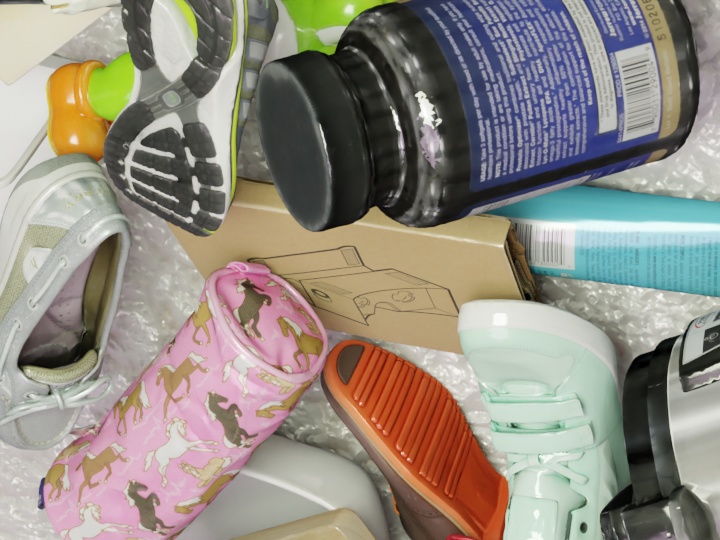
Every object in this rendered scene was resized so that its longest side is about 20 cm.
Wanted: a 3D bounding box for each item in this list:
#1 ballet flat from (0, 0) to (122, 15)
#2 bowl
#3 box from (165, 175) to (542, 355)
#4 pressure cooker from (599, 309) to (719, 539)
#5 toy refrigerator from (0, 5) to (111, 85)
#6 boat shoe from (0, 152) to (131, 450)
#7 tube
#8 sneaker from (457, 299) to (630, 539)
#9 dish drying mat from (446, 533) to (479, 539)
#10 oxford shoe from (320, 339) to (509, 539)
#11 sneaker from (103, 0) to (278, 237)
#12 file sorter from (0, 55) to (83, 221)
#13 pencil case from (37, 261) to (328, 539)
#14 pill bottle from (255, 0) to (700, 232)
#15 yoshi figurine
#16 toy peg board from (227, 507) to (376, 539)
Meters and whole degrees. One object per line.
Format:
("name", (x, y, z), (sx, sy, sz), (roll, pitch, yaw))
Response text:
("ballet flat", (-0.162, -0.154, 1.381), (0.200, 0.073, 0.073), (3, 127, 19))
("bowl", (-0.062, 0.169, 1.674), (0.199, 0.075, 0.200), (13, 132, 26))
("box", (0.000, 0.000, 1.516), (0.200, 0.021, 0.164), (9, 157, 18))
("pressure cooker", (0.223, 0.106, 1.446), (0.200, 0.179, 0.176), (-18, 140, 23))
("toy refrigerator", (-0.133, -0.184, 1.440), (0.200, 0.076, 0.070), (-31, 111, 37))
("boat shoe", (-0.164, 0.030, 1.504), (0.065, 0.074, 0.202), (50, 138, 34))
("tube", (0.163, -0.014, 1.477), (0.200, 0.050, 0.077), (8, 149, 13))
("sneaker", (0.101, 0.101, 1.497), (0.074, 0.118, 0.200), (-1, 150, 27))
("dish drying mat", (0.082, 0.212, 1.654), (0.077, 0.018, 0.200), (17, 153, 8))
("oxford shoe", (0.035, 0.123, 1.620), (0.073, 0.071, 0.200), (-26, 114, 41))
("sneaker", (-0.074, -0.097, 1.362), (0.074, 0.081, 0.200), (29, 139, 12))
("file sorter", (-0.239, -0.019, 1.579), (0.139, 0.125, 0.200), (15, 131, 11))
("pencil case", (-0.098, 0.082, 1.541), (0.087, 0.083, 0.200), (39, 124, -6))
("pill bottle", (0.056, -0.085, 1.353), (0.200, 0.112, 0.112), (-16, 132, -21))
("yoshi figurine", (-0.063, -0.090, 1.471), (0.200, 0.112, 0.112), (-19, 125, 30))
("toy peg board", (-0.039, 0.260, 1.611), (0.200, 0.098, 0.199), (-20, 112, 44))
